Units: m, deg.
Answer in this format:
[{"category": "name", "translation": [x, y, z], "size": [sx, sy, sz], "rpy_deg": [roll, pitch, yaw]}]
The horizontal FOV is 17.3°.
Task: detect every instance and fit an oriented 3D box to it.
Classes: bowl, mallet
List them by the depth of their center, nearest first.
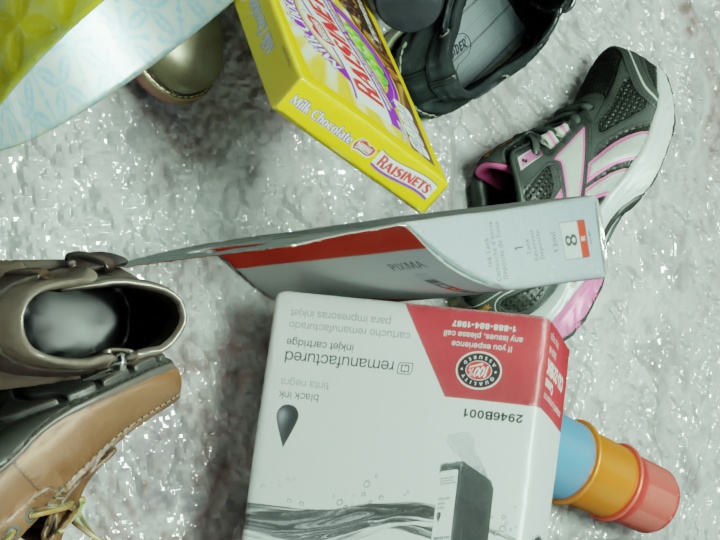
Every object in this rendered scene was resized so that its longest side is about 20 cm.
[{"category": "bowl", "translation": [-0.124, -0.156, 1.067], "size": [0.200, 0.200, 0.108], "rpy_deg": [-36, 87, -36]}, {"category": "mallet", "translation": [-0.029, -0.200, 1.241], "size": [0.200, 0.041, 0.066], "rpy_deg": [39, 20, -24]}]

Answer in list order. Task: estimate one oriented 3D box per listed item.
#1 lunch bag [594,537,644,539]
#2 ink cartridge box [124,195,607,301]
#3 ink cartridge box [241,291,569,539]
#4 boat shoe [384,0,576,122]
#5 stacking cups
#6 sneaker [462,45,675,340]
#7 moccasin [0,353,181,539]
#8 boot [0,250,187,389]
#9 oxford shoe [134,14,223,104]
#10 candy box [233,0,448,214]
[{"category": "lunch bag", "translation": [0.158, 0.220, 1.286], "size": [0.200, 0.170, 0.122], "rpy_deg": [-38, 108, -32]}, {"category": "ink cartridge box", "translation": [0.000, 0.000, 1.182], "size": [0.199, 0.162, 0.051], "rpy_deg": [-13, 94, -39]}, {"category": "ink cartridge box", "translation": [0.020, 0.122, 1.190], "size": [0.084, 0.143, 0.202], "rpy_deg": [46, 50, -73]}, {"category": "boat shoe", "translation": [0.086, -0.154, 1.329], "size": [0.199, 0.066, 0.075], "rpy_deg": [-40, 110, -35]}, {"category": "stacking cups", "translation": [0.105, 0.097, 1.329], "size": [0.199, 0.060, 0.061], "rpy_deg": [23, 72, -38]}, {"category": "sneaker", "translation": [0.110, -0.053, 1.337], "size": [0.086, 0.080, 0.201], "rpy_deg": [36, 59, -20]}, {"category": "moccasin", "translation": [-0.160, 0.103, 1.100], "size": [0.201, 0.073, 0.078], "rpy_deg": [-41, 120, -37]}, {"category": "boot", "translation": [-0.182, 0.026, 1.040], "size": [0.199, 0.146, 0.071], "rpy_deg": [-12, 96, -39]}, {"category": "oxford shoe", "translation": [-0.103, -0.181, 1.171], "size": [0.071, 0.074, 0.201], "rpy_deg": [-26, 103, -40]}, {"category": "candy box", "translation": [-0.020, -0.114, 1.182], "size": [0.102, 0.026, 0.201], "rpy_deg": [31, 22, -32]}]
